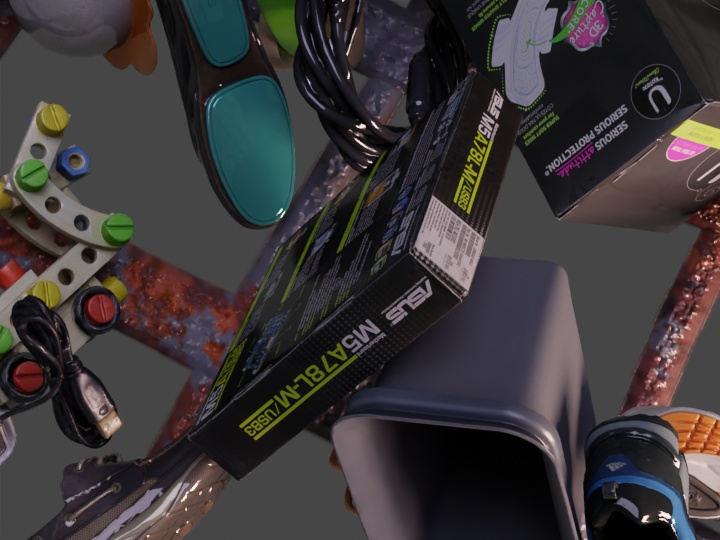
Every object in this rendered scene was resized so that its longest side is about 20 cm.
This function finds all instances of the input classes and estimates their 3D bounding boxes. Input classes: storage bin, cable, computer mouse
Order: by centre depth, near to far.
[{"bbox_3d":[0.066,0.091,1.054,0.145,0.200,0.135,4,51,19],"label":"storage bin"},{"bbox_3d":[-0.240,0.087,1.062,0.199,0.110,0.044,-22,43,11],"label":"computer mouse"},{"bbox_3d":[0.019,-0.155,1.196,0.051,0.163,0.201,-2,77,32],"label":"cable"}]

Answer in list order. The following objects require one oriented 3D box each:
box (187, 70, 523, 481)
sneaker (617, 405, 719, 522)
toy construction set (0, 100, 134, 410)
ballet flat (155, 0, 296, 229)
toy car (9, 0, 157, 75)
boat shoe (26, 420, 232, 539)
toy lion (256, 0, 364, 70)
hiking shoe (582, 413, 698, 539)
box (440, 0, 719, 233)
[{"bbox_3d":[0.000,0.000,1.049,0.047,0.193,0.200,39,34,-12],"label":"box"},{"bbox_3d":[0.239,0.130,1.115,0.200,0.092,0.076,30,92,-15],"label":"sneaker"},{"bbox_3d":[-0.218,0.006,1.116,0.200,0.092,0.131,-43,99,-14],"label":"toy construction set"},{"bbox_3d":[-0.090,-0.126,1.194,0.068,0.068,0.201,-18,103,-23],"label":"ballet flat"},{"bbox_3d":[-0.194,-0.213,1.192,0.200,0.177,0.184,43,56,1],"label":"toy car"},{"bbox_3d":[-0.144,0.138,1.070,0.073,0.075,0.200,39,66,13],"label":"boat shoe"},{"bbox_3d":[-0.039,-0.258,1.199,0.068,0.192,0.201,1,63,18],"label":"toy lion"},{"bbox_3d":[0.166,0.182,1.031,0.074,0.201,0.087,-17,22,26],"label":"hiking shoe"},{"bbox_3d":[0.162,-0.141,1.173,0.148,0.124,0.201,5,54,-51],"label":"box"}]
